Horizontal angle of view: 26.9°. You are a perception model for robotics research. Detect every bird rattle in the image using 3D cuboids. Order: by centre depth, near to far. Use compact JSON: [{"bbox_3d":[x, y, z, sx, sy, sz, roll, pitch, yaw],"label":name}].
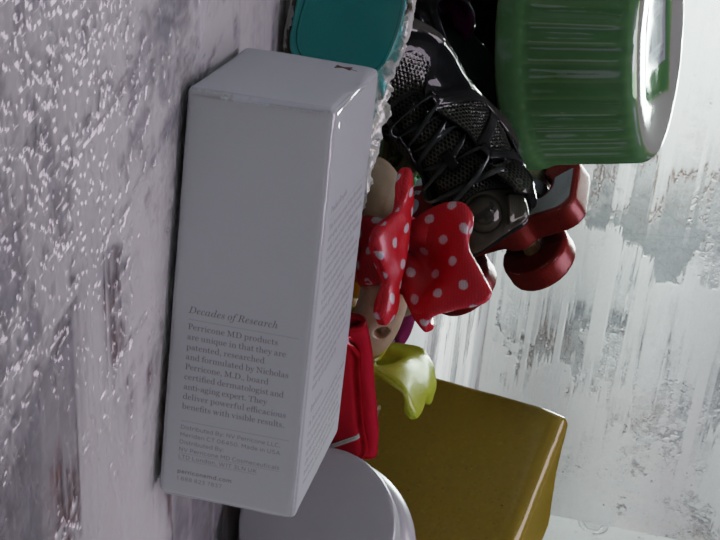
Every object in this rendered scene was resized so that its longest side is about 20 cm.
[{"bbox_3d":[0.000,0.000,0.944,0.201,0.112,0.164,100,-22,-47],"label":"bird rattle"}]

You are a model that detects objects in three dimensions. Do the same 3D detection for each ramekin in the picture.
[{"bbox_3d":[0.174,-0.171,1.104,0.200,0.097,0.201,5,90,-68],"label":"ramekin"}]

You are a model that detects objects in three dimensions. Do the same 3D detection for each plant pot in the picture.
[{"bbox_3d":[0.035,0.215,1.162,0.196,0.193,0.201,87,21,-56],"label":"plant pot"}]

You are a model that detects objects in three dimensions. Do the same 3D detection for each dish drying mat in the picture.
[{"bbox_3d":[-0.029,0.074,0.899,0.200,0.076,0.018,84,10,-63],"label":"dish drying mat"}]

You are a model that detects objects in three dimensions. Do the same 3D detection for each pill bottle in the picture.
[{"bbox_3d":[-0.018,0.185,0.974,0.200,0.113,0.114,79,23,-69],"label":"pill bottle"}]

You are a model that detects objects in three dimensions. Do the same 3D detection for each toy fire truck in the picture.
[{"bbox_3d":[0.113,-0.066,1.358,0.112,0.199,0.169,49,37,-33],"label":"toy fire truck"}]

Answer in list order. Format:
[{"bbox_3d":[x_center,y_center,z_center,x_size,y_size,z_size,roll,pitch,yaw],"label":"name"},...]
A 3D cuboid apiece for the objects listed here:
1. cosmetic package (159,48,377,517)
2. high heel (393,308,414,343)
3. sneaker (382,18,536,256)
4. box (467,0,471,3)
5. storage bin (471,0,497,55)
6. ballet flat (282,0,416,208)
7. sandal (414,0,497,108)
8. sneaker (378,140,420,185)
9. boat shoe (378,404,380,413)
[{"bbox_3d":[-0.044,0.004,0.728,0.101,0.071,0.201,-58,156,-69],"label":"cosmetic package"},{"bbox_3d":[0.027,0.006,1.238,0.096,0.067,0.200,-61,176,-39],"label":"high heel"},{"bbox_3d":[0.053,-0.085,0.971,0.199,0.076,0.115,40,21,-46],"label":"sneaker"},{"bbox_3d":[0.084,-0.286,1.084,0.200,0.075,0.101,123,-14,-59],"label":"box"},{"bbox_3d":[0.084,-0.168,1.241,0.134,0.145,0.201,111,-9,-78],"label":"storage bin"},{"bbox_3d":[-0.012,-0.112,0.851,0.072,0.071,0.201,-63,169,-64],"label":"ballet flat"},{"bbox_3d":[0.058,-0.160,1.025,0.200,0.048,0.076,35,61,-45],"label":"sandal"},{"bbox_3d":[0.040,-0.092,1.074,0.077,0.088,0.201,155,-51,-73],"label":"sneaker"},{"bbox_3d":[-0.007,0.065,1.091,0.073,0.062,0.201,80,22,-69],"label":"boat shoe"}]
